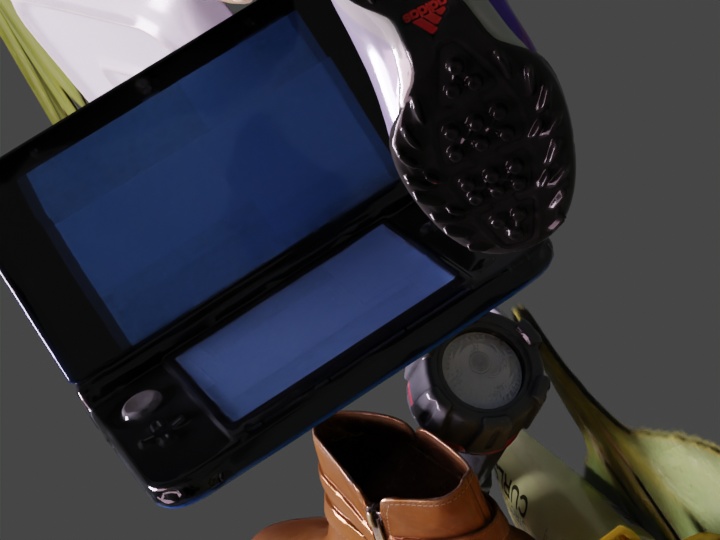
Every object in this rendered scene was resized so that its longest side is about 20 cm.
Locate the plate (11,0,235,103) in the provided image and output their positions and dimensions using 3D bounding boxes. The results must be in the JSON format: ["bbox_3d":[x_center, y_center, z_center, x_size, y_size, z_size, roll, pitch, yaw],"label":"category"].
[{"bbox_3d":[-0.107,-0.102,1.268,0.199,0.032,0.200,17,153,46],"label":"plate"}]

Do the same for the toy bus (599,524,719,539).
[{"bbox_3d":[0.129,0.214,1.012,0.200,0.135,0.192,57,166,-9],"label":"toy bus"}]

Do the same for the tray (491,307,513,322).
[{"bbox_3d":[0.000,0.000,1.202,0.200,0.022,0.108,37,164,22],"label":"tray"}]

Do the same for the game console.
[{"bbox_3d":[-0.048,-0.019,0.999,0.119,0.200,0.171,61,169,-25],"label":"game console"}]

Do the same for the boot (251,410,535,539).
[{"bbox_3d":[0.003,0.123,1.136,0.199,0.074,0.155,6,144,33],"label":"boot"}]

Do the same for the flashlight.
[{"bbox_3d":[0.040,0.085,1.165,0.068,0.068,0.200,46,154,10],"label":"flashlight"}]

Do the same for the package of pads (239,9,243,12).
[{"bbox_3d":[-0.070,-0.024,1.155,0.076,0.200,0.121,-8,-120,-55],"label":"package of pads"}]

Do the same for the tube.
[{"bbox_3d":[0.100,0.127,1.185,0.052,0.058,0.200,18,-171,-19],"label":"tube"}]

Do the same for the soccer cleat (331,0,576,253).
[{"bbox_3d":[0.025,-0.094,0.844,0.200,0.068,0.073,59,-165,-32],"label":"soccer cleat"}]

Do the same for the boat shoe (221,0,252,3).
[{"bbox_3d":[-0.050,-0.150,0.999,0.069,0.074,0.200,56,180,-6],"label":"boat shoe"}]
